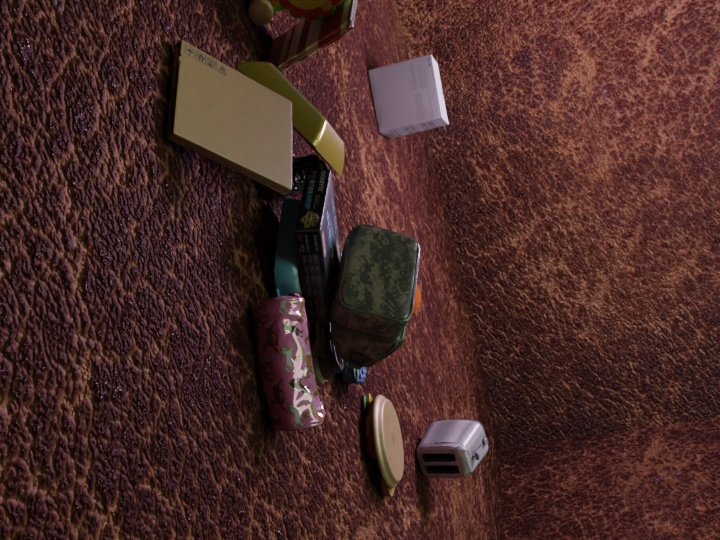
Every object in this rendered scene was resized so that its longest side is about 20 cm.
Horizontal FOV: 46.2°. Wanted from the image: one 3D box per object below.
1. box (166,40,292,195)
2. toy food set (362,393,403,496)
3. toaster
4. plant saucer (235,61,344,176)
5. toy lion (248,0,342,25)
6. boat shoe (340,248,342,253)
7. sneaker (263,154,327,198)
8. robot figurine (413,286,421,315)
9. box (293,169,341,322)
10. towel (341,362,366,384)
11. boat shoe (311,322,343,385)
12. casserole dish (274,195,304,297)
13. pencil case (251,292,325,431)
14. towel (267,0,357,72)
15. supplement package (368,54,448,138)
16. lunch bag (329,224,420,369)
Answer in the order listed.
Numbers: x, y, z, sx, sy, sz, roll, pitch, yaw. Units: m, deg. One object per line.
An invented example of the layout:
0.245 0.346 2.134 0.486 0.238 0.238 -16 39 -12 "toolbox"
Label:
-0.178 -0.213 1.186 0.198 0.021 0.167 24 51 -37 "box"
0.050 0.364 1.804 0.201 0.048 0.201 63 21 -48 "toy food set"
0.231 0.468 2.215 0.129 0.196 0.116 -41 119 -54 "toaster"
-0.103 -0.264 1.423 0.200 0.048 0.200 47 3 13 "plant saucer"
-0.125 -0.530 1.483 0.069 0.188 0.202 -86 159 -46 "toy lion"
-0.061 -0.029 1.582 0.065 0.072 0.204 -57 129 -72 "boat shoe"
-0.109 -0.166 1.468 0.200 0.096 0.073 -18 98 -75 "sneaker"
0.078 0.040 2.028 0.146 0.115 0.201 -62 149 -24 "robot figurine"
-0.069 -0.041 1.417 0.161 0.045 0.203 -82 170 -48 "box"
-0.021 0.123 1.680 0.112 0.047 0.205 52 29 -81 "towel"
-0.049 0.128 1.545 0.202 0.065 0.073 -81 152 -56 "boat shoe"
-0.110 -0.031 1.418 0.122 0.038 0.203 81 10 -55 "casserole dish"
-0.109 0.137 1.272 0.086 0.081 0.205 -1 80 -75 "pencil case"
-0.088 -0.435 1.554 0.023 0.197 0.146 47 31 -33 "towel"
0.146 -0.519 2.545 0.147 0.196 0.196 -4 84 -76 "supplement package"
0.018 0.046 1.454 0.169 0.136 0.203 113 -10 -50 "lunch bag"
